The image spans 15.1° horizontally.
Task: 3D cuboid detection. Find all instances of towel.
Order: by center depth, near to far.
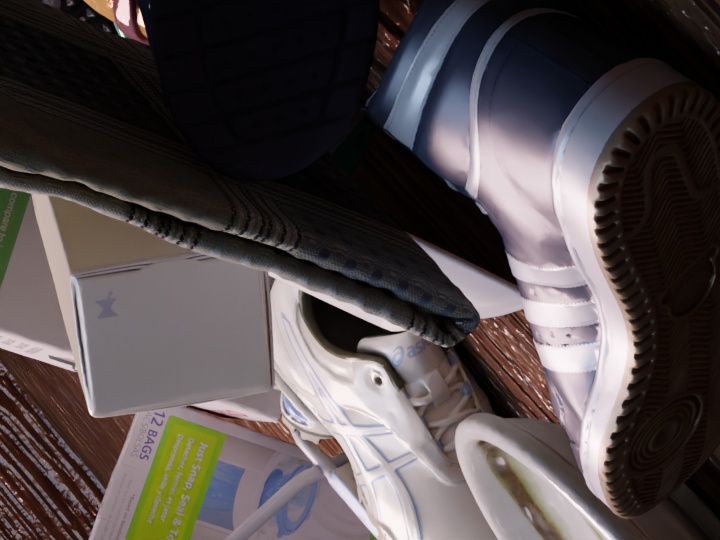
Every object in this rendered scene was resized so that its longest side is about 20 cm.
[{"bbox_3d":[-0.078,-0.043,0.879,0.200,0.035,0.193,22,-166,-31],"label":"towel"}]

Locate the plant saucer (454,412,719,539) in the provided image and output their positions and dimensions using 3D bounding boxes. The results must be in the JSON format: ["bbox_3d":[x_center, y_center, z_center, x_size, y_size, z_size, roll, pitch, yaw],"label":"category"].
[{"bbox_3d":[0.119,0.126,1.089,0.200,0.050,0.200,49,168,13],"label":"plant saucer"}]

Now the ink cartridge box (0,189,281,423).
[{"bbox_3d":[-0.132,0.010,1.367,0.200,0.084,0.146,19,174,-12],"label":"ink cartridge box"}]

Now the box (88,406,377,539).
[{"bbox_3d":[-0.037,0.154,1.407,0.200,0.113,0.101,19,165,2],"label":"box"}]

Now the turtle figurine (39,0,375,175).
[{"bbox_3d":[-0.091,-0.102,1.082,0.200,0.101,0.150,27,176,25],"label":"turtle figurine"}]

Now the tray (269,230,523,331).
[{"bbox_3d":[0.000,0.000,1.101,0.107,0.022,0.200,24,174,-8],"label":"tray"}]

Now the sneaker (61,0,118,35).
[{"bbox_3d":[-0.144,-0.105,1.350,0.090,0.066,0.200,42,167,30],"label":"sneaker"}]

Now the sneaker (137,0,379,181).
[{"bbox_3d":[-0.045,-0.127,0.831,0.082,0.074,0.200,-179,77,-77],"label":"sneaker"}]

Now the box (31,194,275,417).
[{"bbox_3d":[-0.093,-0.017,1.151,0.200,0.082,0.068,-114,18,-62],"label":"box"}]

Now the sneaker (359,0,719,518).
[{"bbox_3d":[0.063,-0.012,0.842,0.108,0.070,0.200,38,156,32],"label":"sneaker"}]

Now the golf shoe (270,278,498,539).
[{"bbox_3d":[0.025,0.068,1.225,0.200,0.078,0.097,41,151,20],"label":"golf shoe"}]

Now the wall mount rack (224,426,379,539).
[{"bbox_3d":[0.011,0.148,1.270,0.200,0.174,0.075,46,139,25],"label":"wall mount rack"}]
